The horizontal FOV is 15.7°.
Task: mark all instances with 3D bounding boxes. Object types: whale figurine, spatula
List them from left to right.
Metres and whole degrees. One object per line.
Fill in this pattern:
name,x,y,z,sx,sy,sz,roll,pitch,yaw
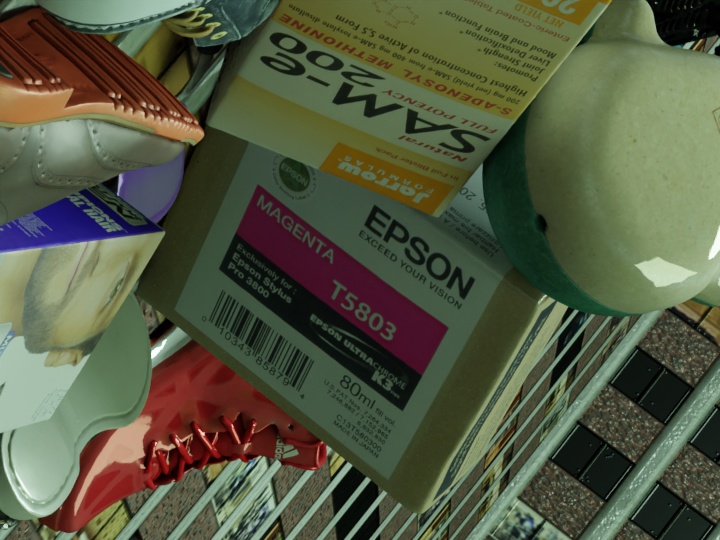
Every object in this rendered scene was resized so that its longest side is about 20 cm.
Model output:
spatula,-0.078,-0.095,1.216,0.056,0.021,0.200,-38,160,-47
whale figurine,0.138,-0.056,1.261,0.104,0.160,0.200,-13,-166,47

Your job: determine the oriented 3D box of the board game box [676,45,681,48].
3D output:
board game box,0.115,-0.094,1.412,0.150,0.200,0.047,-8,140,-36

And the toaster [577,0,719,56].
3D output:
toaster,0.112,-0.184,1.271,0.180,0.119,0.200,-12,150,-17

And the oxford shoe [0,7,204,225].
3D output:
oxford shoe,-0.130,-0.057,1.029,0.073,0.071,0.200,-53,158,14

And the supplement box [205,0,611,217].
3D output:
supplement box,0.024,-0.119,1.171,0.200,0.126,0.074,127,-19,-54

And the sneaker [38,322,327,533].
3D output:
sneaker,-0.085,0.092,1.482,0.200,0.115,0.078,-49,167,-24

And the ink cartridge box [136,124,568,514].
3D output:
ink cartridge box,0.000,0.000,1.346,0.075,0.200,0.165,-38,160,-48

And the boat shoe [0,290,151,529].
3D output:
boat shoe,-0.156,0.066,1.276,0.060,0.074,0.200,-15,-158,22

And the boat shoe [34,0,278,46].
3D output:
boat shoe,-0.072,-0.120,1.045,0.200,0.071,0.091,-42,160,-49

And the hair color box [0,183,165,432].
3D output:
hair color box,-0.166,0.015,1.095,0.110,0.065,0.200,-57,169,13
